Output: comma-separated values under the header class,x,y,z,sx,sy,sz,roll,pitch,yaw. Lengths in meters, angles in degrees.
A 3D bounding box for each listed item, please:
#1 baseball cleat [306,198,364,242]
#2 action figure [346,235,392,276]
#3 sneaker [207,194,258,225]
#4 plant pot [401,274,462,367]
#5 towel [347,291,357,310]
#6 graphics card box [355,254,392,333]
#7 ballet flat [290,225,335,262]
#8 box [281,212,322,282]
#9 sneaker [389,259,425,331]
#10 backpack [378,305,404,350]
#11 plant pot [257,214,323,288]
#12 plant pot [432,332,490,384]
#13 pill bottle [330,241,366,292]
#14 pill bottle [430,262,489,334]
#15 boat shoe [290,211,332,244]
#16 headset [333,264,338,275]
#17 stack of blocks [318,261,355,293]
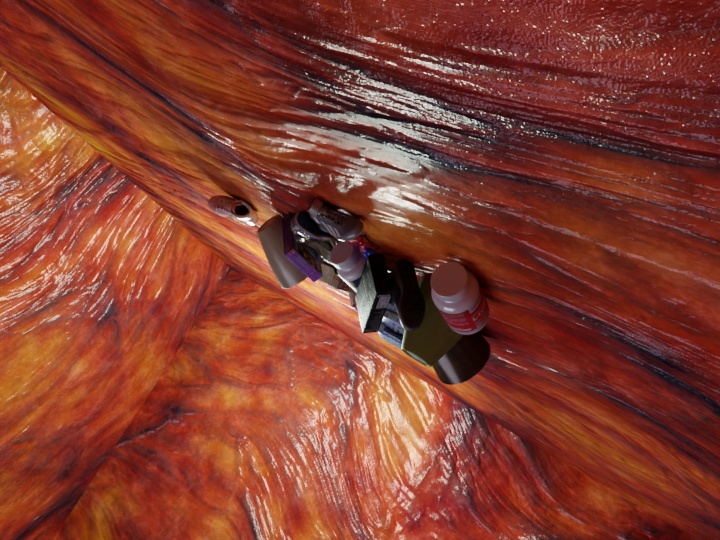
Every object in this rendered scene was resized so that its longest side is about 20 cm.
class,x,y,z,sx,sy,sz,roll,pitch,yaw
baseball cleat,-0.075,-0.129,1.444,0.106,0.070,0.199,41,165,-34
action figure,0.018,-0.054,1.549,0.065,0.052,0.200,7,147,52
sneaker,-0.461,-0.227,2.016,0.198,0.076,0.105,23,171,8
plant pot,0.196,0.146,1.514,0.185,0.202,0.187,31,167,8
towel,-0.021,0.108,2.154,0.148,0.030,0.200,64,-176,29
graphics card box,0.033,0.065,1.536,0.050,0.127,0.201,-3,143,-13
ballet flat,-0.125,-0.098,1.702,0.071,0.072,0.200,20,164,45
box,-0.179,-0.073,1.727,0.137,0.039,0.201,45,-162,-34
sneaker,0.114,0.083,1.479,0.075,0.202,0.115,-1,144,-15
backpack,0.142,0.178,1.938,0.181,0.136,0.200,29,165,12
plant pot,-0.248,-0.077,1.882,0.201,0.187,0.187,53,160,-22
plant pot,0.258,0.199,1.687,0.201,0.187,0.186,53,161,-21
pill bottle,0.000,0.000,1.650,0.110,0.112,0.200,19,162,46
pill bottle,0.229,0.064,1.320,0.111,0.113,0.200,24,165,33
boat shoe,-0.144,-0.105,1.546,0.199,0.072,0.073,19,-129,-66
headset,-0.018,-0.005,1.834,0.122,0.095,0.200,31,-176,-14
stack of blocks,-0.104,0.014,2.000,0.199,0.059,0.114,24,-175,41
